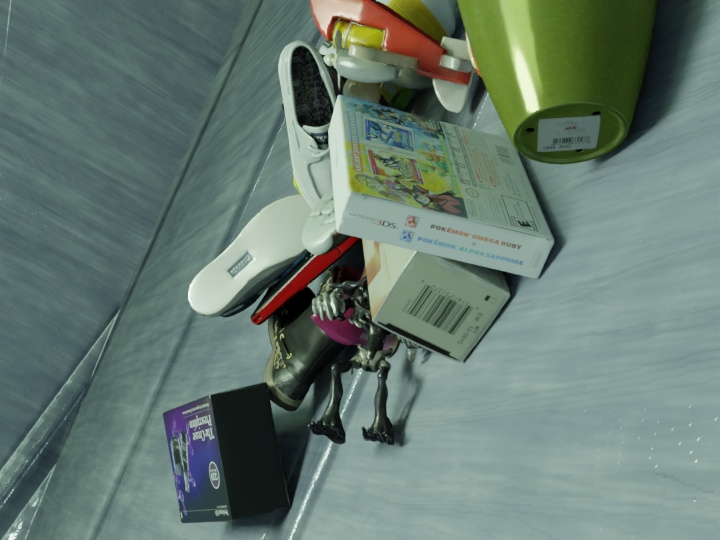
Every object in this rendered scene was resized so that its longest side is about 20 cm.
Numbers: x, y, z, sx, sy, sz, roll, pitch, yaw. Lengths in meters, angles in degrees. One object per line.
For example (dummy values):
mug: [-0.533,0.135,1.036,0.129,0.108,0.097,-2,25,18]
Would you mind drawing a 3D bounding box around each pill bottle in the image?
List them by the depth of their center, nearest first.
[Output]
pill bottle: [0.050,-0.309,1.371,0.200,0.112,0.112,-45,20,3]

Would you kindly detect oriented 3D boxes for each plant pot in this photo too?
plant pot: [0.166,-0.198,0.888,0.187,0.185,0.203,-38,47,53]

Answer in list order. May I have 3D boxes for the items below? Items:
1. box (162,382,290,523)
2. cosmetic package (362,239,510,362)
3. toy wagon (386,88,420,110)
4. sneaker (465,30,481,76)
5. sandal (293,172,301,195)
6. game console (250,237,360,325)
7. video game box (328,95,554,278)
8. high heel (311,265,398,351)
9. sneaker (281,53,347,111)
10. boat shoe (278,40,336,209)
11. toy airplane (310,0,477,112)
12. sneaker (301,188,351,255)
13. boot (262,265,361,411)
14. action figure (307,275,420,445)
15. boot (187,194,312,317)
box: [-0.163,0.221,1.277,0.200,0.078,0.143,-28,74,61]
cosmetic package: [0.063,-0.020,1.014,0.088,0.102,0.201,-56,19,26]
toy wagon: [0.020,-0.193,1.455,0.201,0.039,0.156,-53,22,33]
sneaker: [0.166,-0.294,1.138,0.077,0.072,0.203,1,69,59]
sandal: [-0.032,-0.108,1.317,0.200,0.086,0.081,66,-151,-84]
game console: [-0.053,-0.026,1.318,0.176,0.031,0.200,-39,9,19]
video game box: [0.064,-0.079,0.959,0.201,0.180,0.047,-96,24,-58]
high heel: [0.000,0.000,1.170,0.067,0.095,0.202,-44,27,46]
sneaker: [-0.006,-0.188,1.312,0.075,0.200,0.089,17,76,38]
boat shoe: [-0.045,-0.153,1.184,0.069,0.071,0.203,-130,32,-83]
toy airplane: [0.038,-0.235,1.219,0.142,0.198,0.200,-55,33,17]
sneaker: [0.023,-0.070,1.164,0.200,0.082,0.077,-44,30,-25]
boot: [-0.049,0.053,1.277,0.151,0.073,0.201,-49,18,31]
action figure: [0.013,0.062,1.035,0.102,0.117,0.203,82,-163,-67]
boot: [-0.116,-0.017,1.300,0.199,0.073,0.090,-36,-11,7]
